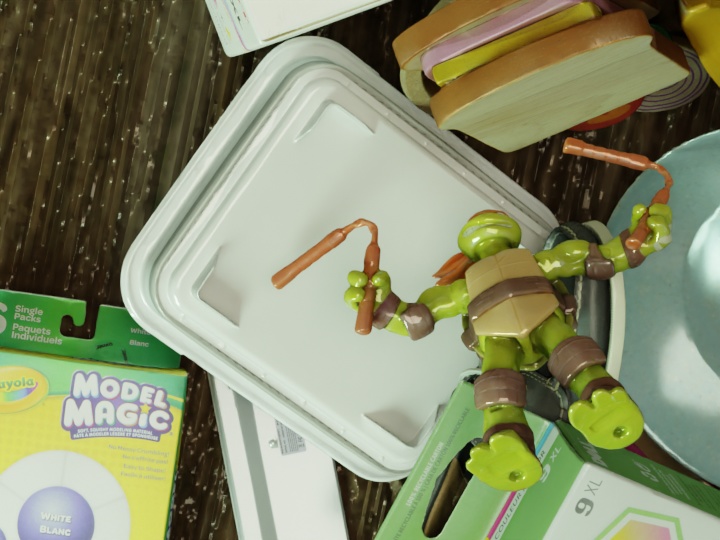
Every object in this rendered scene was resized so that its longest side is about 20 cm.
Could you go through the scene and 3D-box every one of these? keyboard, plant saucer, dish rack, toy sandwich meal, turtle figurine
[{"bbox_3d":[-0.044,0.085,1.369,0.056,0.011,0.200,-11,95,-12],"label":"keyboard"},{"bbox_3d":[0.215,0.018,1.316,0.201,0.039,0.201,9,113,22],"label":"plant saucer"},{"bbox_3d":[0.000,0.000,1.330,0.200,0.044,0.172,36,87,-23],"label":"dish rack"},{"bbox_3d":[0.111,-0.098,1.284,0.205,0.205,0.070,-10,68,-7],"label":"toy sandwich meal"},{"bbox_3d":[0.065,0.027,1.259,0.200,0.161,0.064,-14,138,-1],"label":"turtle figurine"}]

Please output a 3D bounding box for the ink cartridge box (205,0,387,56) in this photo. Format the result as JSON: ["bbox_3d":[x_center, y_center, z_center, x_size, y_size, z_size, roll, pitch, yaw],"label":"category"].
[{"bbox_3d":[-0.020,-0.183,1.260,0.125,0.200,0.129,-21,95,-6],"label":"ink cartridge box"}]

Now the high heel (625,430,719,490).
[{"bbox_3d":[0.189,0.114,1.368,0.200,0.067,0.096,5,103,-5],"label":"high heel"}]

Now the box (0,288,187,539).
[{"bbox_3d":[-0.152,0.114,1.336,0.117,0.048,0.200,7,90,-8],"label":"box"}]

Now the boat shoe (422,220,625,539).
[{"bbox_3d":[0.079,0.069,1.323,0.068,0.072,0.200,11,104,-26],"label":"boat shoe"}]

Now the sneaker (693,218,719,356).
[{"bbox_3d":[0.267,0.009,1.379,0.200,0.070,0.100,-4,97,-1],"label":"sneaker"}]

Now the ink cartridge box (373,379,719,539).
[{"bbox_3d":[0.117,0.142,1.290,0.200,0.059,0.104,24,102,-18],"label":"ink cartridge box"}]
